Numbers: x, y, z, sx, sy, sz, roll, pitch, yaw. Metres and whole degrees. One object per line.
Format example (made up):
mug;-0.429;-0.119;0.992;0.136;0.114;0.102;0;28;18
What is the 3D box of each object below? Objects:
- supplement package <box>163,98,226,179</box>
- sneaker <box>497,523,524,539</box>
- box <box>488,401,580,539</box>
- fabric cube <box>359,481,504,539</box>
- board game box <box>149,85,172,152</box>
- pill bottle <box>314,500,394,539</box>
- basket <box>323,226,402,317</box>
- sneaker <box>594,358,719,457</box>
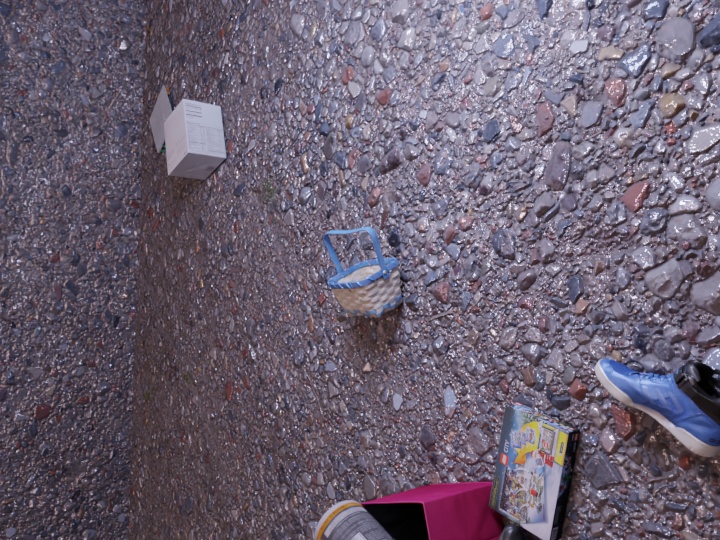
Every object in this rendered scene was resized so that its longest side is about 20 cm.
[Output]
supplement package;-0.584;-0.456;2.214;0.191;0.146;0.202;-25;69;49
sneaker;0.298;0.549;1.109;0.090;0.075;0.203;-16;85;44
box;0.306;0.355;1.121;0.136;0.037;0.203;17;102;51
fabric cube;0.143;0.523;1.197;0.195;0.198;0.202;-26;68;48
board game box;-0.823;-0.630;2.628;0.200;0.026;0.201;-49;52;40
pill bottle;0.012;0.511;1.113;0.199;0.115;0.118;29;111;50
basket;0.000;0.000;1.433;0.175;0.139;0.202;2;120;52
sneaker;0.446;0.163;0.914;0.200;0.076;0.112;41;126;40
